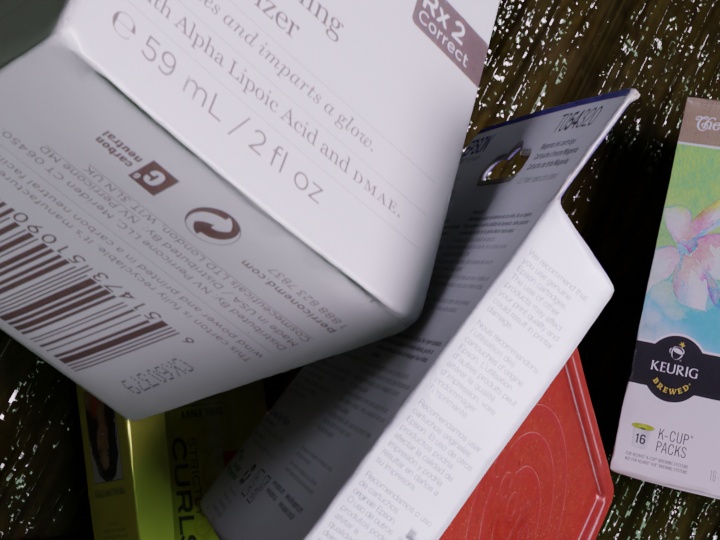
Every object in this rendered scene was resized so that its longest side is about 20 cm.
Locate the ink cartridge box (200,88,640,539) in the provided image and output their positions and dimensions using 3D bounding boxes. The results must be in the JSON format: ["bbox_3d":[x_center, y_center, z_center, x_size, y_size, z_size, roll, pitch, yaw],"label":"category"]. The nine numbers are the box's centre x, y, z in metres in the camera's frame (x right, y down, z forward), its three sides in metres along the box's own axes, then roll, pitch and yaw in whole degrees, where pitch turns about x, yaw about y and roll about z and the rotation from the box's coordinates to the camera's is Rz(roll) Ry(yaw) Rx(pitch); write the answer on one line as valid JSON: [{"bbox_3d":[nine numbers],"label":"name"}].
[{"bbox_3d":[0.023,0.032,0.609,0.043,0.196,0.201,39,84,-9],"label":"ink cartridge box"}]

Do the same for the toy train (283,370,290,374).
[{"bbox_3d":[0.000,0.000,0.763,0.199,0.041,0.057,-24,112,-57],"label":"toy train"}]

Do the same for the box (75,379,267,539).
[{"bbox_3d":[-0.077,0.088,0.716,0.075,0.050,0.203,-2,81,-35],"label":"box"}]

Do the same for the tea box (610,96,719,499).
[{"bbox_3d":[0.243,0.029,0.893,0.199,0.132,0.199,16,85,-60],"label":"tea box"}]

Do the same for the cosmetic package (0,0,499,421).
[{"bbox_3d":[-0.066,-0.082,0.623,0.164,0.164,0.202,38,51,-30],"label":"cosmetic package"}]

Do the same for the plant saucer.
[{"bbox_3d":[0.061,0.112,0.759,0.201,0.036,0.201,-59,145,-34],"label":"plant saucer"}]
